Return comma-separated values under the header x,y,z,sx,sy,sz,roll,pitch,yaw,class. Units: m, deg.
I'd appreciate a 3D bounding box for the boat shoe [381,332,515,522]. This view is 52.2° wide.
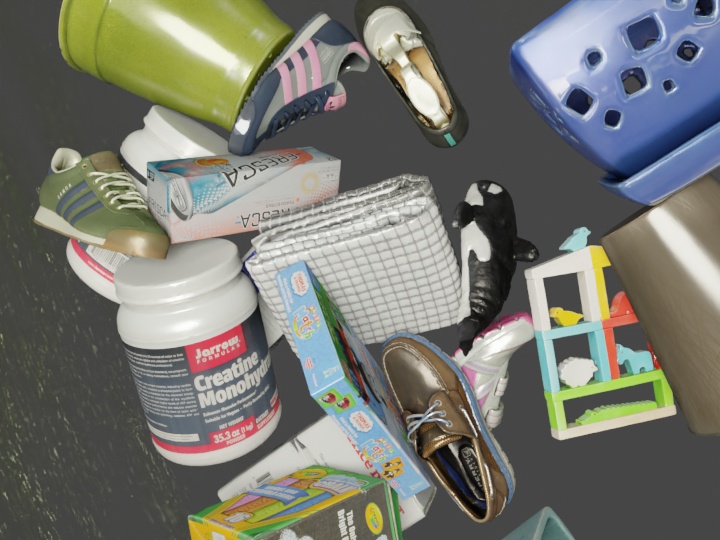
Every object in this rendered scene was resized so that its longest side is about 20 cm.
x,y,z,sx,sy,sz,roll,pitch,yaw,class
0.082,0.150,0.715,0.072,0.072,0.201,-39,83,23,boat shoe

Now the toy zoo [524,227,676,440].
x,y,z,sx,sy,sz,roll,pitch,yaw,class
0.238,0.057,0.736,0.130,0.020,0.202,-9,91,-10,toy zoo

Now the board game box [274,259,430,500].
x,y,z,sx,sy,sz,roll,pitch,yaw,class
-0.007,0.105,0.692,0.036,0.200,0.152,-28,43,4,board game box

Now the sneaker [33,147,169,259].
x,y,z,sx,sy,sz,roll,pitch,yaw,class
-0.257,-0.074,0.729,0.199,0.067,0.091,16,96,38,sneaker

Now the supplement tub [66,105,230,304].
x,y,z,sx,sy,sz,roll,pitch,yaw,class
-0.229,-0.068,0.836,0.140,0.140,0.201,37,103,11,supplement tub

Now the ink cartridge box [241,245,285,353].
x,y,z,sx,sy,sz,roll,pitch,yaw,class
-0.120,0.039,0.863,0.200,0.039,0.100,-44,81,16,ink cartridge box

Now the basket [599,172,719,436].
x,y,z,sx,sy,sz,roll,pitch,yaw,class
0.321,0.024,0.670,0.180,0.136,0.201,-40,82,44,basket

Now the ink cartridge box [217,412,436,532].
x,y,z,sx,sy,sz,roll,pitch,yaw,class
-0.035,0.248,0.826,0.199,0.084,0.147,-36,84,16,ink cartridge box

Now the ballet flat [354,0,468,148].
x,y,z,sx,sy,sz,roll,pitch,yaw,class
0.052,-0.222,0.778,0.068,0.068,0.201,-35,83,16,ballet flat

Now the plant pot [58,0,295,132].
x,y,z,sx,sy,sz,roll,pitch,yaw,class
-0.181,-0.253,0.796,0.192,0.200,0.201,33,102,0,plant pot

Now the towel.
x,y,z,sx,sy,sz,roll,pitch,yaw,class
0.000,0.000,0.755,0.198,0.086,0.166,-15,134,10,towel

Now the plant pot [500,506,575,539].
x,y,z,sx,sy,sz,roll,pitch,yaw,class
0.153,0.402,0.732,0.200,0.196,0.196,-41,82,25,plant pot

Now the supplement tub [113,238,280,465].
x,y,z,sx,sy,sz,roll,pitch,yaw,class
-0.166,0.083,0.758,0.139,0.141,0.202,-3,113,17,supplement tub

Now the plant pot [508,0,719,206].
x,y,z,sx,sy,sz,roll,pitch,yaw,class
0.263,-0.172,0.657,0.199,0.200,0.180,-34,91,15,plant pot

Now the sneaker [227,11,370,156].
x,y,z,sx,sy,sz,roll,pitch,yaw,class
-0.061,-0.186,0.776,0.082,0.070,0.201,34,69,-3,sneaker

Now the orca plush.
x,y,z,sx,sy,sz,roll,pitch,yaw,class
0.135,-0.016,0.717,0.071,0.201,0.106,-10,124,28,orca plush

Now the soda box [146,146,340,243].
x,y,z,sx,sy,sz,roll,pitch,yaw,class
-0.118,-0.083,0.768,0.063,0.199,0.069,32,125,45,soda box

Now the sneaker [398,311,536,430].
x,y,z,sx,sy,sz,roll,pitch,yaw,class
0.122,0.127,0.779,0.088,0.081,0.200,44,112,8,sneaker

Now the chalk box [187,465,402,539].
x,y,z,sx,sy,sz,roll,pitch,yaw,class
-0.042,0.269,0.705,0.123,0.199,0.126,-7,92,49,chalk box
